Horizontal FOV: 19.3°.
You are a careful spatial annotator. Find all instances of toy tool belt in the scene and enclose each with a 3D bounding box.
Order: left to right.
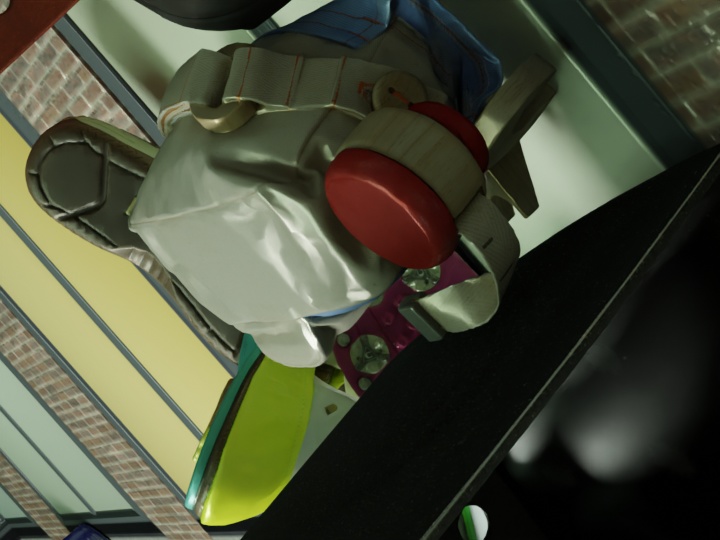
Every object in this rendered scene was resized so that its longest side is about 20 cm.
[{"bbox_3d":[0.005,-0.049,0.726,0.125,0.123,0.200,45,156,-14],"label":"toy tool belt"}]

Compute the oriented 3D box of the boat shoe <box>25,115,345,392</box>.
[{"bbox_3d":[-0.069,-0.015,1.054,0.200,0.072,0.076,39,-163,-1],"label":"boat shoe"}]

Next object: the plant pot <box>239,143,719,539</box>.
[{"bbox_3d":[0.070,0.106,0.685,0.200,0.200,0.177,52,146,-16],"label":"plant pot"}]

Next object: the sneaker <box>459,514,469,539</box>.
[{"bbox_3d":[0.024,0.100,0.933,0.076,0.200,0.081,7,131,1],"label":"sneaker"}]

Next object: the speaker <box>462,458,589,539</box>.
[{"bbox_3d":[0.089,0.103,0.884,0.088,0.088,0.200,37,160,28],"label":"speaker"}]

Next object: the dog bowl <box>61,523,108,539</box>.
[{"bbox_3d":[-0.263,0.371,2.279,0.200,0.079,0.200,41,161,18],"label":"dog bowl"}]

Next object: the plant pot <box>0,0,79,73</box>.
[{"bbox_3d":[-0.229,-0.145,0.940,0.176,0.200,0.200,0,132,52],"label":"plant pot"}]

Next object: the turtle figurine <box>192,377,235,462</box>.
[{"bbox_3d":[0.001,0.103,1.039,0.161,0.064,0.200,24,-167,0],"label":"turtle figurine"}]

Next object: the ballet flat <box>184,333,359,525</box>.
[{"bbox_3d":[-0.027,0.058,0.923,0.067,0.067,0.200,19,-161,-2],"label":"ballet flat"}]

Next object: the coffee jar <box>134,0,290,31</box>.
[{"bbox_3d":[-0.070,-0.170,0.672,0.104,0.085,0.200,36,159,32],"label":"coffee jar"}]

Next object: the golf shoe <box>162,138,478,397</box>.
[{"bbox_3d":[0.000,0.000,0.927,0.200,0.075,0.092,45,-174,-1],"label":"golf shoe"}]
